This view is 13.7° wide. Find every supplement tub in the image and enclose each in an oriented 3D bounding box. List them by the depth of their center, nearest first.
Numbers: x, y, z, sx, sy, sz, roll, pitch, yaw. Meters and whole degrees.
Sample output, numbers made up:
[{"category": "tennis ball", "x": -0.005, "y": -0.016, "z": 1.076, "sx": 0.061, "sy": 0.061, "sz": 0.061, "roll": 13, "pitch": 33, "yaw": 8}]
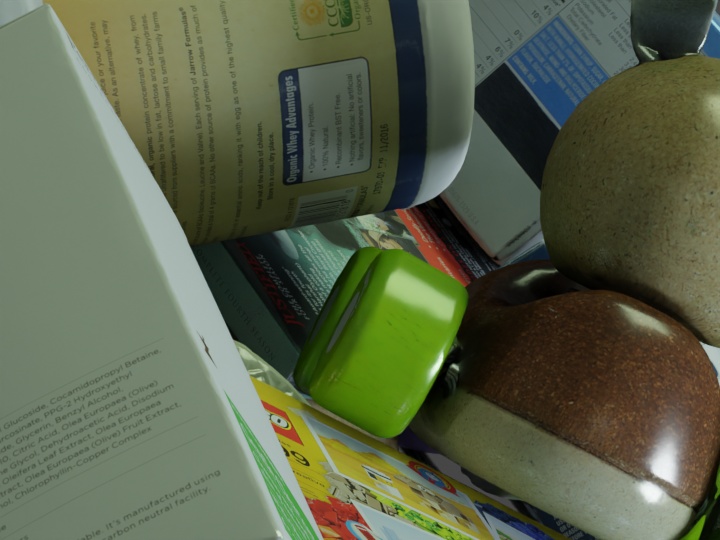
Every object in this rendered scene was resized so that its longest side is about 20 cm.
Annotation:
[{"category": "supplement tub", "x": -0.074, "y": -0.078, "z": 1.019, "sx": 0.199, "sy": 0.145, "sz": 0.144, "roll": -10, "pitch": 24, "yaw": -13}]

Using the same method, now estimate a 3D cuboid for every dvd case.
[{"category": "dvd case", "x": 0.000, "y": 0.000, "z": 1.146, "sx": 0.200, "sy": 0.022, "sz": 0.146, "roll": 13, "pitch": 34, "yaw": -52}]

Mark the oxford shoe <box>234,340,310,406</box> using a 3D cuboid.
[{"category": "oxford shoe", "x": -0.082, "y": 0.047, "z": 0.965, "sx": 0.200, "sy": 0.075, "sz": 0.058, "roll": 32, "pitch": -26, "yaw": -11}]

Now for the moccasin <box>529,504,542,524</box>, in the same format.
[{"category": "moccasin", "x": 0.126, "y": 0.113, "z": 1.251, "sx": 0.200, "sy": 0.068, "sz": 0.080, "roll": 16, "pitch": 27, "yaw": -53}]

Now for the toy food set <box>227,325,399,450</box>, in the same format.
[{"category": "toy food set", "x": -0.071, "y": 0.025, "z": 1.124, "sx": 0.198, "sy": 0.049, "sz": 0.200, "roll": 40, "pitch": 13, "yaw": 37}]

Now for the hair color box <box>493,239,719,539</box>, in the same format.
[{"category": "hair color box", "x": 0.114, "y": 0.083, "z": 1.111, "sx": 0.200, "sy": 0.060, "sz": 0.100, "roll": 61, "pitch": 26, "yaw": 8}]

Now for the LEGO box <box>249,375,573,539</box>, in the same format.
[{"category": "LEGO box", "x": 0.023, "y": 0.119, "z": 0.883, "sx": 0.200, "sy": 0.077, "sz": 0.149, "roll": 28, "pitch": 12, "yaw": -22}]

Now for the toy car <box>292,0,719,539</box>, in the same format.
[{"category": "toy car", "x": 0.097, "y": -0.013, "z": 0.961, "sx": 0.164, "sy": 0.200, "sz": 0.158, "roll": 27, "pitch": -1, "yaw": -5}]

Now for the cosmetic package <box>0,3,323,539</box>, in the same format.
[{"category": "cosmetic package", "x": -0.068, "y": 0.043, "z": 0.747, "sx": 0.200, "sy": 0.085, "sz": 0.108, "roll": 64, "pitch": 2, "yaw": 42}]

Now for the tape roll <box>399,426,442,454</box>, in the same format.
[{"category": "tape roll", "x": -0.017, "y": -0.009, "z": 1.336, "sx": 0.200, "sy": 0.085, "sz": 0.200, "roll": 30, "pitch": 11, "yaw": -6}]

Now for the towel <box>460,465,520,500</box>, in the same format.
[{"category": "towel", "x": 0.157, "y": 0.049, "z": 1.314, "sx": 0.171, "sy": 0.200, "sz": 0.048, "roll": 12, "pitch": 54, "yaw": -61}]

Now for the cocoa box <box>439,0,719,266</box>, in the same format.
[{"category": "cocoa box", "x": 0.100, "y": -0.068, "z": 1.282, "sx": 0.133, "sy": 0.131, "sz": 0.200, "roll": 52, "pitch": 8, "yaw": 24}]
